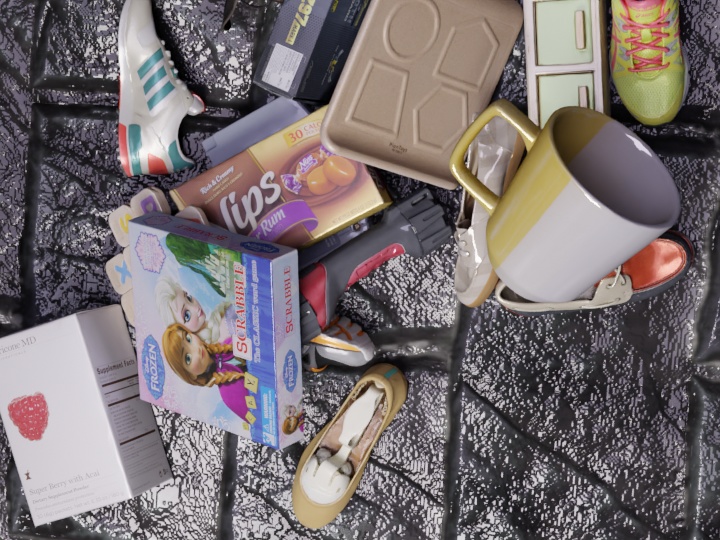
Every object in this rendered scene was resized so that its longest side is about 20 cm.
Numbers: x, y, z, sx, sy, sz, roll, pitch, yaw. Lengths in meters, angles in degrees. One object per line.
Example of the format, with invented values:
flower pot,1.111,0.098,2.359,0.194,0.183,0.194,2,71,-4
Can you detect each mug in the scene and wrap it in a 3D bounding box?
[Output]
mug,0.187,-0.063,1.601,0.153,0.149,0.187,-51,57,37

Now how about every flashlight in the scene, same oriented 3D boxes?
flashlight,0.000,0.000,1.704,0.200,0.068,0.068,-31,69,-15

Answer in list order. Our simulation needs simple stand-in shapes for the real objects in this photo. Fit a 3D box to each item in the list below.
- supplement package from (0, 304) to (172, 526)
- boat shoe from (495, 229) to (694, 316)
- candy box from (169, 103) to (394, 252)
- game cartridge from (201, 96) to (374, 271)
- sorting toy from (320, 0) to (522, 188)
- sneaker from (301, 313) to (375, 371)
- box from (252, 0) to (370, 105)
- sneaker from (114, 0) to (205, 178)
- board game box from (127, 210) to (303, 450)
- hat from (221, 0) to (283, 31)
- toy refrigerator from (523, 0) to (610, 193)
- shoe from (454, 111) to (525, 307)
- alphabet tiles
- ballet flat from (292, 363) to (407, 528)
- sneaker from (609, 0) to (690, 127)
supplement package,-0.300,0.151,1.800,0.121,0.120,0.200,-18,89,16
boat shoe,0.231,0.004,1.684,0.200,0.063,0.071,-11,89,14
candy box,-0.080,-0.075,1.727,0.200,0.056,0.117,-27,87,13
game cartridge,-0.066,-0.076,1.769,0.133,0.040,0.200,-27,87,18
sorting toy,0.058,-0.195,1.664,0.036,0.185,0.200,27,100,49
sneaker,-0.080,0.083,1.767,0.200,0.078,0.077,6,101,22
box,-0.028,-0.265,1.683,0.051,0.158,0.200,25,98,11
sneaker,-0.210,-0.197,1.790,0.093,0.070,0.200,1,92,-3
board game box,-0.145,0.057,1.688,0.199,0.041,0.200,14,115,38
hat,-0.078,-0.321,1.686,0.081,0.201,0.201,15,98,-6
toy refrigerator,0.205,-0.174,1.674,0.076,0.070,0.200,-2,93,15
shoe,0.118,-0.063,1.695,0.053,0.070,0.200,9,99,-20
alphabet tiles,-0.198,0.017,1.765,0.195,0.015,0.200,-27,87,48
ballet flat,-0.021,0.183,1.760,0.069,0.063,0.200,30,101,11
sneaker,0.273,-0.237,1.642,0.078,0.090,0.200,-6,94,13
